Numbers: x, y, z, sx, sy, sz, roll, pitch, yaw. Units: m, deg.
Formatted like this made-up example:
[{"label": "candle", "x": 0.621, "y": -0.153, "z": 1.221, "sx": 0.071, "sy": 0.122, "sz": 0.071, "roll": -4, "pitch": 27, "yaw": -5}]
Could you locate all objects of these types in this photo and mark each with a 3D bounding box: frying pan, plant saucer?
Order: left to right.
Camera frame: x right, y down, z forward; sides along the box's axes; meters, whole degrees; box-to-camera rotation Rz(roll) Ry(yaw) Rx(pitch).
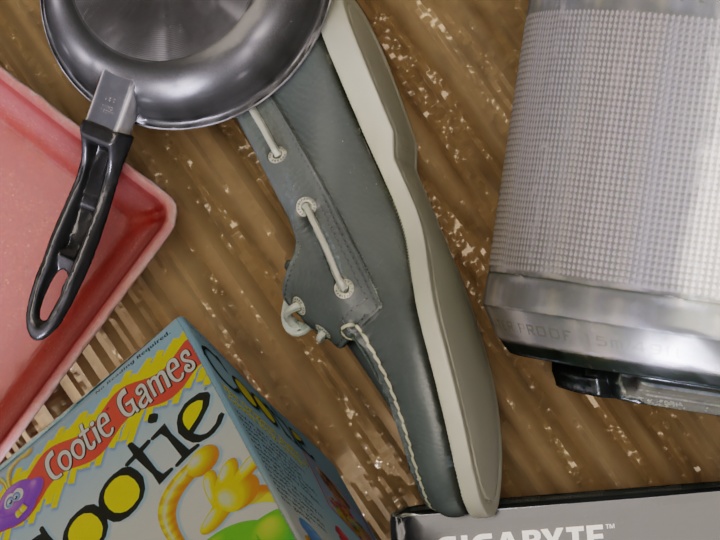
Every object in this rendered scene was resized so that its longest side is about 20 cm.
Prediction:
[{"label": "plant saucer", "x": -0.199, "y": -0.002, "z": 1.019, "sx": 0.199, "sy": 0.037, "sz": 0.200, "roll": 37, "pitch": 94, "yaw": 6}, {"label": "frying pan", "x": -0.091, "y": -0.081, "z": 0.977, "sx": 0.190, "sy": 0.031, "sz": 0.115, "roll": -46, "pitch": 71, "yaw": 4}]

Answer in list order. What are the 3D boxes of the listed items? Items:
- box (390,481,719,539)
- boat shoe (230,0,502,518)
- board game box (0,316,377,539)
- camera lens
[{"label": "box", "x": 0.117, "y": 0.157, "z": 0.972, "sx": 0.199, "sy": 0.046, "sz": 0.159, "roll": -4, "pitch": 89, "yaw": 7}, {"label": "boat shoe", "x": 0.000, "y": 0.000, "z": 0.974, "sx": 0.062, "sy": 0.073, "sz": 0.200, "roll": -20, "pitch": 77, "yaw": 11}, {"label": "board game box", "x": -0.042, "y": 0.127, "z": 0.908, "sx": 0.103, "sy": 0.200, "sz": 0.105, "roll": -39, "pitch": 127, "yaw": 5}, {"label": "camera lens", "x": 0.131, "y": -0.051, "z": 0.918, "sx": 0.160, "sy": 0.160, "sz": 0.201, "roll": 8, "pitch": 90, "yaw": 7}]
